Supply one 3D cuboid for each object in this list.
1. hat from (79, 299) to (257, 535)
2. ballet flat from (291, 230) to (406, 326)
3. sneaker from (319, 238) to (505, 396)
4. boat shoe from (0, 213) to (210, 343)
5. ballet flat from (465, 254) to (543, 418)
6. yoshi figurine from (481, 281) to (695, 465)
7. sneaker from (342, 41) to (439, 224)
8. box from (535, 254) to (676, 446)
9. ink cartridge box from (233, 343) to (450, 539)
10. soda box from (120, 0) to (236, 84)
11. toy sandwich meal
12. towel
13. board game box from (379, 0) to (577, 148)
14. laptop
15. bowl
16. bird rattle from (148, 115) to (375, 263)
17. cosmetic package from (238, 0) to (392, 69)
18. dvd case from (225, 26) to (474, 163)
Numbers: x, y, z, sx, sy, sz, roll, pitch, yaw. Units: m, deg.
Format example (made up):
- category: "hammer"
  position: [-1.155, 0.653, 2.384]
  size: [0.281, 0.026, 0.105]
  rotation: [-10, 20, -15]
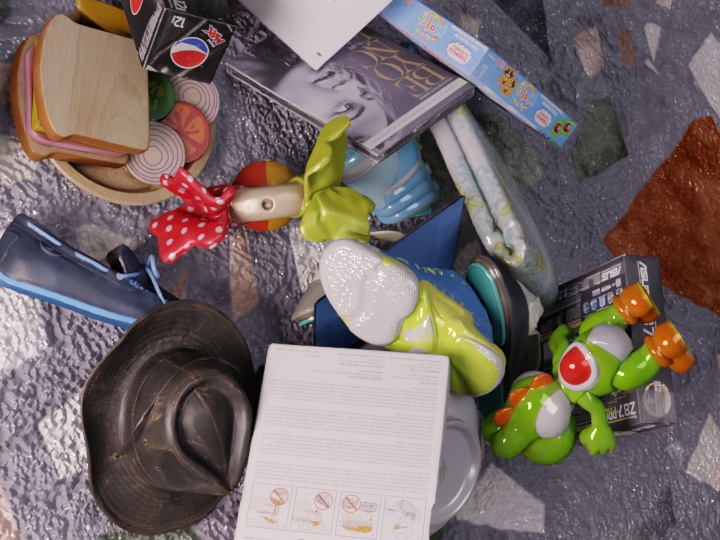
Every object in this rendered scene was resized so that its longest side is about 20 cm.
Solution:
- category: "hat"
  position: [-0.134, 0.131, 1.016]
  size: [0.199, 0.080, 0.204]
  rotation: [-16, 113, -44]
- category: "ballet flat"
  position: [0.000, 0.000, 1.195]
  size: [0.198, 0.067, 0.065]
  rotation: [-18, 86, -43]
- category: "sneaker"
  position: [0.045, 0.028, 1.093]
  size: [0.199, 0.076, 0.106]
  rotation: [41, 24, -18]
- category: "boat shoe"
  position: [-0.206, 0.008, 1.038]
  size: [0.198, 0.084, 0.070]
  rotation: [23, 77, -30]
- category: "ballet flat"
  position: [0.141, 0.059, 1.178]
  size: [0.073, 0.072, 0.203]
  rotation: [-38, 134, -35]
- category: "yoshi figurine"
  position: [0.204, 0.109, 1.134]
  size: [0.199, 0.113, 0.113]
  rotation: [-37, 102, 7]
- category: "sneaker"
  position: [0.038, -0.130, 1.255]
  size: [0.131, 0.079, 0.202]
  rotation: [50, 45, -30]
- category: "box"
  position: [0.235, 0.087, 1.244]
  size: [0.048, 0.200, 0.164]
  rotation: [5, 73, -21]
- category: "ink cartridge box"
  position: [-0.012, 0.161, 1.010]
  size: [0.158, 0.050, 0.203]
  rotation: [4, 61, 8]
- category: "soda box"
  position: [-0.172, -0.255, 1.089]
  size: [0.070, 0.064, 0.202]
  rotation: [8, 41, -32]
- category: "toy sandwich meal"
  position: [-0.208, -0.155, 1.090]
  size: [0.202, 0.070, 0.209]
  rotation: [10, 72, -32]
- category: "towel"
  position: [0.133, -0.068, 1.236]
  size: [0.171, 0.048, 0.202]
  rotation: [33, 31, -64]
- category: "board game box"
  position: [0.118, -0.205, 1.244]
  size: [0.037, 0.151, 0.199]
  rotation: [-53, 143, 8]
- category: "laptop"
  position: [0.056, 0.070, 1.163]
  size: [0.186, 0.116, 0.202]
  rotation: [-35, 98, -24]
- category: "bowl"
  position: [0.046, 0.168, 1.116]
  size: [0.199, 0.090, 0.205]
  rotation: [-13, 111, -39]
- category: "bird rattle"
  position: [-0.088, -0.057, 1.097]
  size: [0.197, 0.163, 0.115]
  rotation: [-16, 97, -4]
- category: "cosmetic package"
  position: [-0.001, -0.338, 1.170]
  size: [0.123, 0.199, 0.201]
  rotation: [40, 41, -18]
- category: "dvd case"
  position: [-0.010, -0.185, 1.187]
  size: [0.199, 0.016, 0.148]
  rotation: [34, 51, 26]
